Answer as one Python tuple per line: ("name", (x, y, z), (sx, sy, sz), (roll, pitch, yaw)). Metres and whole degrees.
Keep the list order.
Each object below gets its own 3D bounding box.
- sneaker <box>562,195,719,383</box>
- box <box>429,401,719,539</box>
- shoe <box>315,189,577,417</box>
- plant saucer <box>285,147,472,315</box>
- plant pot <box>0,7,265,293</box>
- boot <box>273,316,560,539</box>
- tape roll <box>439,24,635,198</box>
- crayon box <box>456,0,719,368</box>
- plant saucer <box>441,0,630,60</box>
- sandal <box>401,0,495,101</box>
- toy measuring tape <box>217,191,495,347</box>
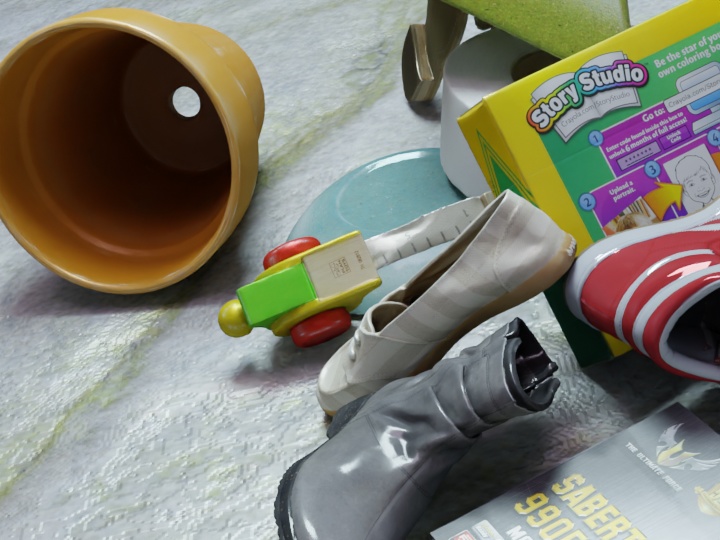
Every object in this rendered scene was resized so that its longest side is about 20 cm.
("sneaker", (0.223, -0.002, 0.826), (0.199, 0.072, 0.112), (-24, 26, -11))
("box", (0.148, 0.161, 0.718), (0.158, 0.049, 0.200), (-25, 34, -14))
("shoe", (0.038, 0.021, 0.892), (0.200, 0.053, 0.070), (-37, 22, 30))
("plant saucer", (0.036, -0.042, 1.078), (0.200, 0.039, 0.201), (-11, 34, 7))
("plant pot", (-0.157, -0.107, 1.138), (0.199, 0.201, 0.183), (-4, 18, 17))
("boot", (0.035, 0.090, 0.785), (0.131, 0.070, 0.200), (-31, 16, 22))
("tape roll", (0.156, -0.107, 1.059), (0.201, 0.071, 0.203), (1, 32, -1))
("crayon box", (0.187, -0.062, 0.926), (0.199, 0.173, 0.058), (-26, -4, -16))
("plant saucer", (0.113, -0.228, 1.069), (0.199, 0.048, 0.200), (24, 32, -8))
("sandal", (0.085, -0.189, 1.171), (0.069, 0.078, 0.212), (-4, -14, -11))
("toy measuring tape", (0.000, 0.000, 0.996), (0.199, 0.074, 0.074), (-23, 33, -1))
